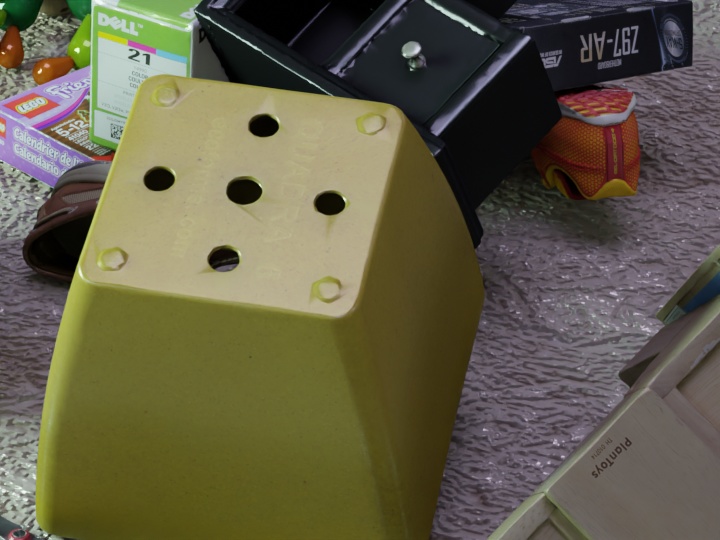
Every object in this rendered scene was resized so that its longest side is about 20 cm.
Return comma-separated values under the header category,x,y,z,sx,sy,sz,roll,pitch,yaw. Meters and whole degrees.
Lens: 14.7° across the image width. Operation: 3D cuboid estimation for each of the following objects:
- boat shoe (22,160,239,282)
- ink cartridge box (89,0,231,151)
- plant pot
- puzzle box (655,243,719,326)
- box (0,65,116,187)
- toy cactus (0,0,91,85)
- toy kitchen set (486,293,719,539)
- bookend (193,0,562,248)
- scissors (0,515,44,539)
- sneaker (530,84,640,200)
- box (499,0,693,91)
category,x,y,z,sx,sy,sz,roll,pitch,yaw
boat shoe,-0.112,-0.020,1.587,0.200,0.076,0.072,-6,33,43
ink cartridge box,-0.092,-0.180,1.681,0.076,0.200,0.148,19,34,23
plant pot,-0.053,0.015,1.393,0.200,0.176,0.200,8,52,9
puzzle box,0.220,0.040,1.402,0.133,0.200,0.025,42,78,6
box,-0.116,-0.096,1.772,0.137,0.039,0.200,26,38,34
toy cactus,-0.198,-0.195,1.897,0.200,0.102,0.165,-29,29,-22
toy kitchen set,0.162,0.141,1.382,0.163,0.180,0.200,45,78,1
bookend,0.048,-0.148,1.610,0.200,0.092,0.199,35,73,34
scissors,-0.157,0.140,1.396,0.073,0.014,0.200,-16,34,-25
sneaker,0.121,-0.086,1.757,0.073,0.077,0.200,-5,15,-9
box,0.085,-0.150,1.773,0.160,0.044,0.200,-14,18,-43
